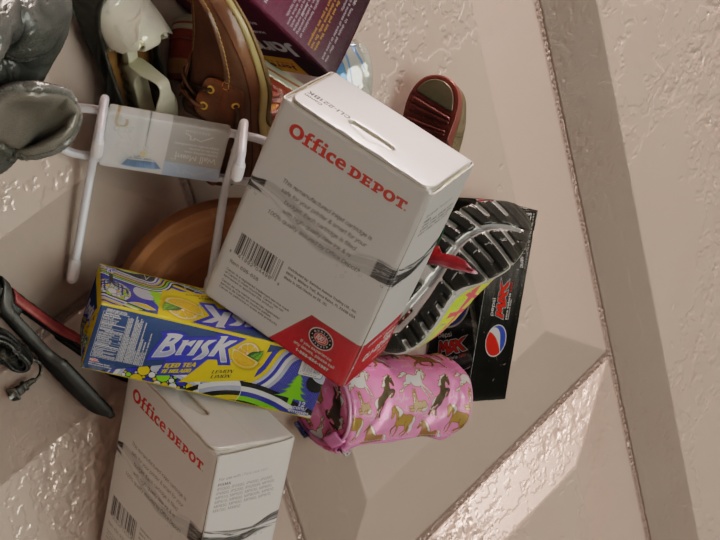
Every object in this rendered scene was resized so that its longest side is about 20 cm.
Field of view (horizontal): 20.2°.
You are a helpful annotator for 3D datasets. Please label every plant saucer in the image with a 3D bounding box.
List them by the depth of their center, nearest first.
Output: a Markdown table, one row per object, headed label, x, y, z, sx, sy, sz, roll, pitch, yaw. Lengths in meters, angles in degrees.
| label | x | y | z | sx | sy | sz | roll | pitch | yaw |
| --- | --- | --- | --- | --- | --- | --- | --- | --- | --- |
| plant saucer | -0.116 | 0.035 | 1.743 | 0.199 | 0.032 | 0.202 | -9 | 119 | -16 |

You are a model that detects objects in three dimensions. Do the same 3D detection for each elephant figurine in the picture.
| label | x | y | z | sx | sy | sz | roll | pitch | yaw |
| --- | --- | --- | --- | --- | --- | --- | --- | --- | --- |
| elephant figurine | -0.280 | -0.132 | 1.520 | 0.142 | 0.154 | 0.201 | -76 | 168 | -56 |

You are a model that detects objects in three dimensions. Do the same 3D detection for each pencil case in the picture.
| label | x | y | z | sx | sy | sz | roll | pitch | yaw |
| --- | --- | --- | --- | --- | --- | --- | --- | --- | --- |
| pencil case | 0.026 | 0.128 | 1.968 | 0.199 | 0.083 | 0.087 | -3 | 121 | -49 |

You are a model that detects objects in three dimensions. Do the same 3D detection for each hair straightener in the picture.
| label | x | y | z | sx | sy | sz | roll | pitch | yaw |
| --- | --- | --- | --- | --- | --- | --- | --- | --- | --- |
| hair straightener | -0.265 | 0.072 | 1.648 | 0.200 | 0.041 | 0.077 | 46 | 67 | -46 |

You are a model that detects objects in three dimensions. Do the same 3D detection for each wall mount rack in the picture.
| label | x | y | z | sx | sy | sz | roll | pitch | yaw |
| --- | --- | --- | --- | --- | --- | --- | --- | --- | --- |
| wall mount rack | -0.165 | -0.061 | 1.641 | 0.174 | 0.199 | 0.075 | 110 | -14 | -50 |

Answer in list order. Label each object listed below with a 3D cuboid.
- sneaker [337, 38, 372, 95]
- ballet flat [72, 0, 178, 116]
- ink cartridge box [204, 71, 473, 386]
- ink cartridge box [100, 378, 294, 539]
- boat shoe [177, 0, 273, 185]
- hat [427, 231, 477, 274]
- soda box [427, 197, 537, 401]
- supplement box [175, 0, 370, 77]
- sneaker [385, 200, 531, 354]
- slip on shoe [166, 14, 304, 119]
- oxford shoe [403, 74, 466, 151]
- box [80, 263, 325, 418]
| label | x | y | z | sx | sy | sz | roll | pitch | yaw |
| --- | --- | --- | --- | --- | --- | --- | --- | --- | --- |
| sneaker | -0.020 | -0.119 | 1.860 | 0.072 | 0.072 | 0.201 | -12 | 123 | -10 |
| ballet flat | -0.181 | -0.175 | 1.646 | 0.068 | 0.068 | 0.201 | -37 | 127 | -34 |
| ink cartridge box | -0.019 | -0.034 | 1.612 | 0.084 | 0.144 | 0.201 | -38 | 157 | -54 |
| ink cartridge box | -0.141 | 0.191 | 1.705 | 0.082 | 0.147 | 0.201 | -9 | 125 | -36 |
| boat shoe | -0.112 | -0.146 | 1.642 | 0.067 | 0.072 | 0.201 | -24 | 136 | -14 |
| hat | 0.000 | 0.000 | 1.769 | 0.201 | 0.164 | 0.177 | 101 | -9 | -45 |
| soda box | 0.121 | 0.029 | 2.059 | 0.071 | 0.063 | 0.202 | 1 | 100 | -48 |
| supplement box | -0.097 | -0.251 | 1.684 | 0.200 | 0.110 | 0.086 | 40 | 69 | -47 |
| sneaker | 0.085 | 0.007 | 1.987 | 0.200 | 0.078 | 0.090 | -40 | 168 | -7 |
| slip on shoe | -0.095 | -0.148 | 1.747 | 0.200 | 0.074 | 0.062 | 34 | 68 | -43 |
| oxford shoe | 0.061 | -0.086 | 1.954 | 0.201 | 0.070 | 0.075 | -68 | 158 | 4 |
| box | -0.127 | 0.059 | 1.663 | 0.199 | 0.070 | 0.065 | 15 | 115 | -16 |
